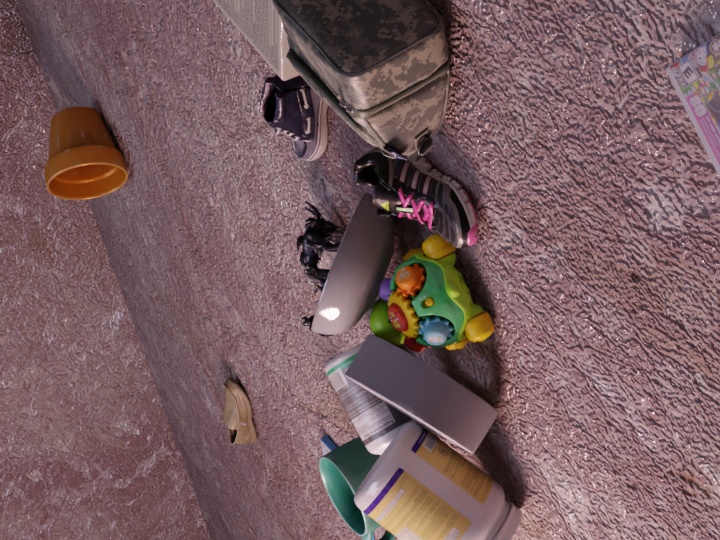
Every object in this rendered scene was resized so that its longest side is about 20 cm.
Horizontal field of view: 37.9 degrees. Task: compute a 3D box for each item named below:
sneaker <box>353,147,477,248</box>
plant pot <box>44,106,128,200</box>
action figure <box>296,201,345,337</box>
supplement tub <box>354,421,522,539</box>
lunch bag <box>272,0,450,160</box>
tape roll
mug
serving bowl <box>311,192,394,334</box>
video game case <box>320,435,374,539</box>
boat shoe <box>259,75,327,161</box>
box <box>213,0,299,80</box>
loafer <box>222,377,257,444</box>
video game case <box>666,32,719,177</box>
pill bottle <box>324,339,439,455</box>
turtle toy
[{"bbox_3d":[0.060,-0.086,1.259,0.200,0.087,0.074,49,153,34],"label":"sneaker"},{"bbox_3d":[-0.700,-0.302,2.632,0.200,0.200,0.183,123,135,-65],"label":"plant pot"},{"bbox_3d":[-0.044,-0.004,1.577,0.119,0.102,0.200,119,149,-73],"label":"action figure"},{"bbox_3d":[0.108,0.322,1.452,0.200,0.145,0.145,37,154,4],"label":"supplement tub"},{"bbox_3d":[0.008,-0.236,1.168,0.200,0.139,0.168,51,171,32],"label":"lunch bag"},{"bbox_3d":[0.080,0.162,1.378,0.200,0.066,0.200,31,174,3],"label":"tape roll"},{"bbox_3d":[0.016,0.374,1.818,0.152,0.114,0.185,46,152,38],"label":"mug"},{"bbox_3d":[0.000,0.000,1.406,0.066,0.200,0.200,22,150,3],"label":"serving bowl"},{"bbox_3d":[-0.026,0.446,2.120,0.143,0.018,0.200,40,147,45],"label":"video game case"},{"bbox_3d":[-0.098,-0.215,1.471,0.075,0.093,0.200,54,156,25],"label":"boat shoe"},{"bbox_3d":[-0.102,-0.356,1.306,0.200,0.109,0.128,52,155,30],"label":"box"},{"bbox_3d":[-0.307,0.356,2.588,0.076,0.067,0.200,32,142,53],"label":"loafer"},{"bbox_3d":[0.313,-0.121,0.747,0.143,0.018,0.200,64,158,2],"label":"video game case"},{"bbox_3d":[0.039,0.206,1.588,0.200,0.113,0.113,61,158,8],"label":"pill bottle"},{"bbox_3d":[0.077,0.047,1.345,0.146,0.101,0.200,63,158,4],"label":"turtle toy"}]
